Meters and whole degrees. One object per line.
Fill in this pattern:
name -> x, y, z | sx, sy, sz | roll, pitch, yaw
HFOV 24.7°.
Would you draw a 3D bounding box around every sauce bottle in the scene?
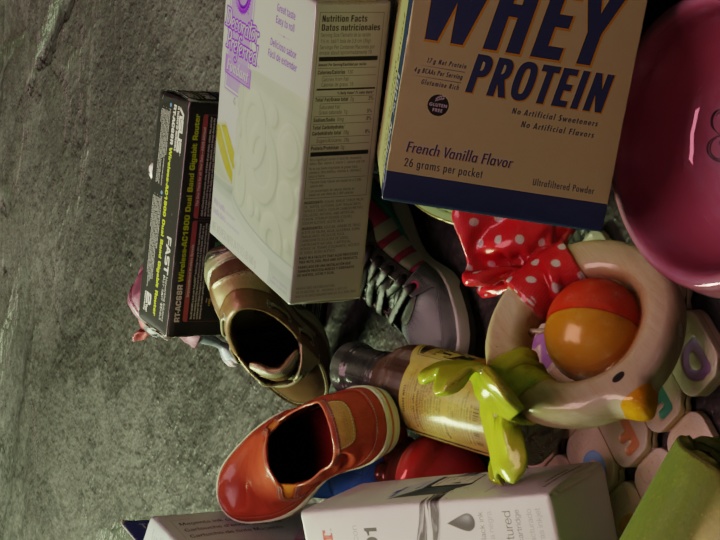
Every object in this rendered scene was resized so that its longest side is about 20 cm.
sauce bottle -> 0.054, 0.086, 1.161 | 0.199, 0.064, 0.066 | 13, 102, 47

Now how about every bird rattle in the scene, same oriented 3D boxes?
bird rattle -> 0.128, 0.037, 1.035 | 0.161, 0.113, 0.201 | 0, 47, 30

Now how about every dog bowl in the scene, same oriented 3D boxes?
dog bowl -> 0.220, -0.073, 0.936 | 0.199, 0.073, 0.203 | 4, 94, 58

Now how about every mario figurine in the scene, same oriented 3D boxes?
mario figurine -> 0.023, 0.166, 1.241 | 0.199, 0.105, 0.125 | 9, 100, 43

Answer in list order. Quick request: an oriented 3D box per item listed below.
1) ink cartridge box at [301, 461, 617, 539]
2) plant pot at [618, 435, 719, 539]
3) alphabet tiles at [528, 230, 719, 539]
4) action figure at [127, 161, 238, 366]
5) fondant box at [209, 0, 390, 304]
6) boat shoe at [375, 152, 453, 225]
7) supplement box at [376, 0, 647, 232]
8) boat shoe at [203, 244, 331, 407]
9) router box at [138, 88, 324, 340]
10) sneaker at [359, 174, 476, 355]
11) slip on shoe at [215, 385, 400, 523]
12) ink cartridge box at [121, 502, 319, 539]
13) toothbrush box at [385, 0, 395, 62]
ink cartridge box -> 0.071, 0.214, 1.090 | 0.198, 0.086, 0.148 | -10, 92, 34
plant pot -> 0.197, 0.198, 0.899 | 0.200, 0.198, 0.192 | 29, 102, 54
alphabet tiles -> 0.165, 0.082, 1.081 | 0.201, 0.014, 0.197 | -56, 46, 41
action figure -> -0.160, 0.008, 1.488 | 0.200, 0.148, 0.135 | -44, 60, 32
fondant box -> -0.045, -0.097, 1.104 | 0.144, 0.058, 0.202 | 38, 126, 55
boat shoe -> 0.061, -0.086, 1.189 | 0.200, 0.073, 0.066 | 39, 127, 51
supplement box -> 0.089, -0.151, 1.012 | 0.200, 0.133, 0.202 | -92, 11, -75
boat shoe -> -0.073, 0.059, 1.316 | 0.201, 0.075, 0.074 | 60, -165, -50
router box -> -0.099, -0.047, 1.372 | 0.062, 0.148, 0.202 | 25, 111, 55
sneaker -> 0.000, 0.000, 1.243 | 0.201, 0.120, 0.084 | 59, 137, 38
slip on shoe -> -0.052, 0.135, 1.199 | 0.199, 0.061, 0.075 | -32, 69, 46
ink cartridge box -> -0.058, 0.218, 1.270 | 0.200, 0.195, 0.044 | 36, 119, 51
toothbrush box -> 0.043, -0.243, 1.148 | 0.086, 0.144, 0.202 | 32, 117, 53
